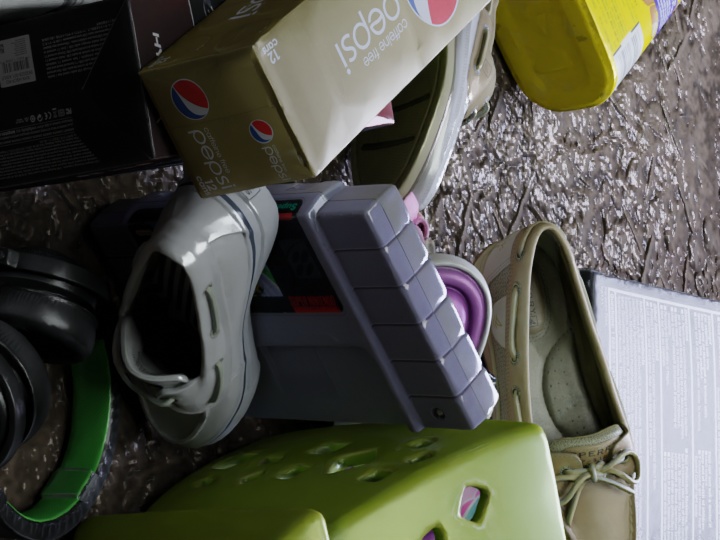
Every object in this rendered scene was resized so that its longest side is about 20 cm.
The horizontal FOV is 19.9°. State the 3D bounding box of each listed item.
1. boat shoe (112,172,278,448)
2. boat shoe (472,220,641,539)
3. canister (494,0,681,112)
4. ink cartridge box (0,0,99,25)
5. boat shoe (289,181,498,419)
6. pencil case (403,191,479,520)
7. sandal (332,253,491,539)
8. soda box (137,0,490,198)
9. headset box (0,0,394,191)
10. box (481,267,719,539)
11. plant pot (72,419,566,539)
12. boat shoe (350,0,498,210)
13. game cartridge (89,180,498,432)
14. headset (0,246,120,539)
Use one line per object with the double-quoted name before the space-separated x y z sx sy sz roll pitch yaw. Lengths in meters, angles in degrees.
"boat shoe" -0.090 0.029 0.969 0.067 0.073 0.200 -47 159 -36
"boat shoe" 0.113 0.074 1.136 0.073 0.063 0.201 -8 80 -22
"canister" 0.161 -0.217 1.389 0.200 0.086 0.149 -50 123 -42
"ink cartridge box" -0.161 -0.189 0.961 0.200 0.084 0.145 -14 96 -52
"boat shoe" 0.001 0.000 1.053 0.066 0.199 0.074 -55 151 0
"pencil case" 0.022 0.058 1.161 0.087 0.087 0.201 -34 112 -50
"sandal" 0.024 0.092 1.101 0.082 0.050 0.203 6 101 -10
"soda box" -0.009 -0.111 0.915 0.200 0.068 0.064 -49 121 -45
"headset box" -0.091 -0.088 0.984 0.200 0.148 0.075 -14 95 -53
"box" 0.149 0.113 1.285 0.198 0.123 0.201 11 77 -50
"plant pot" -0.023 0.188 0.996 0.181 0.199 0.201 -12 93 -46
"boat shoe" 0.048 -0.115 1.232 0.068 0.075 0.201 35 57 -38
"game cartridge" -0.038 0.018 0.993 0.038 0.200 0.130 -50 122 -34
"headset" -0.175 0.033 0.937 0.124 0.094 0.200 -63 147 -44
